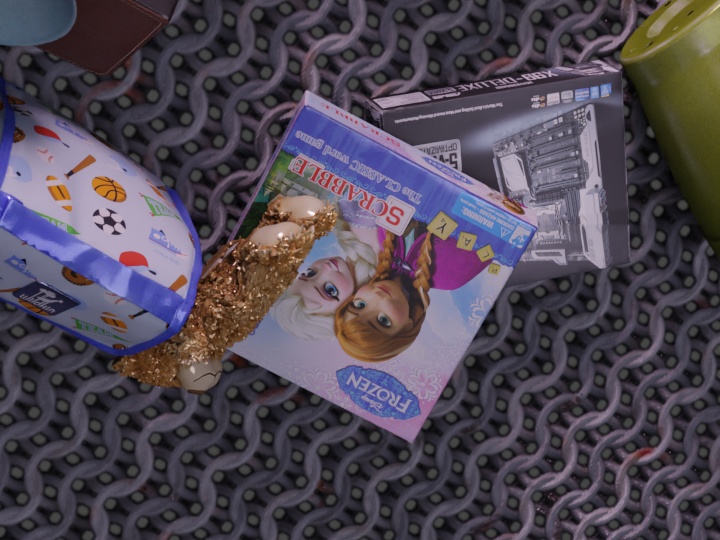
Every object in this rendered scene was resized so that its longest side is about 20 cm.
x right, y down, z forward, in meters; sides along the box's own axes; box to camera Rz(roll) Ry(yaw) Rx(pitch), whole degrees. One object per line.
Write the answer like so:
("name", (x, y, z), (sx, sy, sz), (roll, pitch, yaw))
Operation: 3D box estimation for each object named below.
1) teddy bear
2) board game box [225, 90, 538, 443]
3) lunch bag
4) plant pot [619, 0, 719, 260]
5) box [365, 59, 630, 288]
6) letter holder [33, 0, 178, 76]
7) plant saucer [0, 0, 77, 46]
("teddy bear", (-0.089, 0.023, 1.394), (0.067, 0.145, 0.200), (44, 101, -8))
("board game box", (0.000, 0.000, 1.477), (0.199, 0.041, 0.201), (26, 109, -7))
("lunch bag", (-0.206, -0.030, 1.362), (0.169, 0.200, 0.124), (30, 96, -24))
("plant pot", (0.304, -0.129, 1.509), (0.200, 0.200, 0.193), (-40, 101, -2))
("box", (0.108, -0.068, 1.528), (0.198, 0.050, 0.159), (-10, 109, -14))
("letter holder", (-0.226, -0.235, 1.358), (0.199, 0.142, 0.101), (27, 66, -19))
("plant saucer", (-0.268, -0.214, 1.257), (0.200, 0.200, 0.039), (29, 67, -22))
